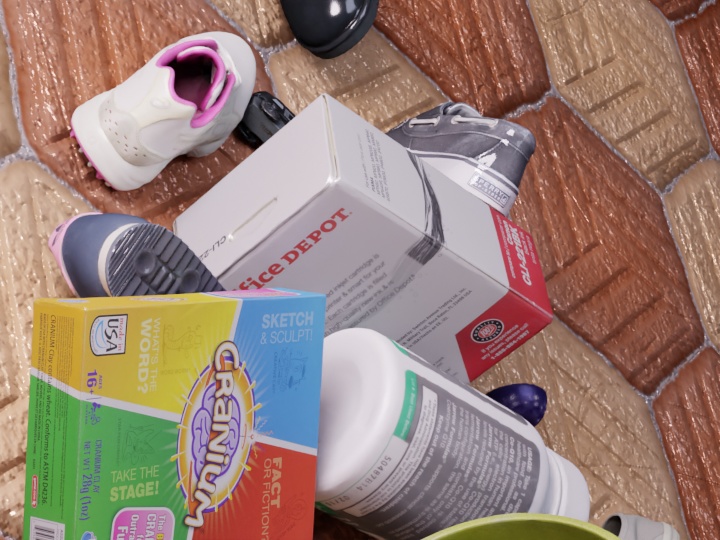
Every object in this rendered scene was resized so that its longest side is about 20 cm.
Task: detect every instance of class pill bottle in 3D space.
[{"bbox_3d":[0.047,0.125,1.424,0.200,0.113,0.113,31,41,-35],"label":"pill bottle"}]

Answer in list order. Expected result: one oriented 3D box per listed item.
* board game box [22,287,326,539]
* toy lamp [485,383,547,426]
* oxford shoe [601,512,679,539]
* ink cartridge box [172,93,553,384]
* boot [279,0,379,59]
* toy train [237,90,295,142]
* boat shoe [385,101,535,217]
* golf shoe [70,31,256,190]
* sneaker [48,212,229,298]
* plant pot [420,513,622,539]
[{"bbox_3d":[-0.100,0.089,1.250,0.200,0.040,0.154,-3,98,-52],"label":"board game box"},{"bbox_3d":[0.120,0.175,1.536,0.058,0.058,0.201,22,45,-43],"label":"toy lamp"},{"bbox_3d":[0.170,0.242,1.546,0.058,0.075,0.200,25,42,-1],"label":"oxford shoe"},{"bbox_3d":[0.000,0.000,1.429,0.200,0.144,0.084,32,32,-35],"label":"ink cartridge box"},{"bbox_3d":[-0.075,-0.259,1.609,0.168,0.076,0.201,32,34,-41],"label":"boot"},{"bbox_3d":[-0.011,-0.049,1.568,0.200,0.034,0.046,46,22,-18],"label":"toy train"},{"bbox_3d":[0.059,-0.082,1.551,0.072,0.200,0.068,33,82,-21],"label":"boat shoe"},{"bbox_3d":[-0.103,-0.115,1.443,0.075,0.091,0.200,52,31,-6],"label":"golf shoe"},{"bbox_3d":[-0.111,0.035,1.333,0.070,0.082,0.200,-49,132,-22],"label":"sneaker"},{"bbox_3d":[0.099,0.277,1.288,0.201,0.199,0.193,-79,154,-47],"label":"plant pot"}]
